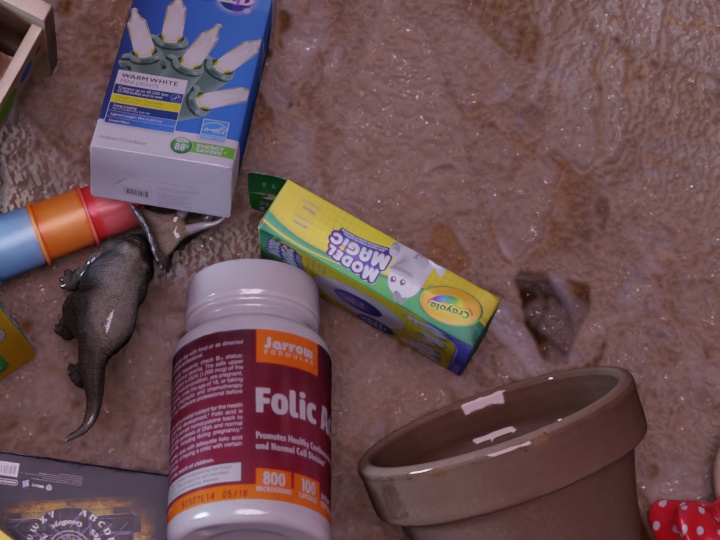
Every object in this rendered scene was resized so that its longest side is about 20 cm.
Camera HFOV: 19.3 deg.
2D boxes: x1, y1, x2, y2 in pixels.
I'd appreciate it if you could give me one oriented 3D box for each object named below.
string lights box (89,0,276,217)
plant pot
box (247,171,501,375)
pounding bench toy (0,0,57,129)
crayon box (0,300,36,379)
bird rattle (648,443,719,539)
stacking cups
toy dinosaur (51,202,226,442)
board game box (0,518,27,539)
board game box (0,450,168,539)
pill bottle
[{"bbox_3d":[-0.126,-0.138,1.537,0.103,0.059,0.200,9,53,1],"label":"string lights box"},{"bbox_3d":[0.118,0.180,1.463,0.200,0.200,0.175,-19,96,-5],"label":"plant pot"},{"bbox_3d":[0.000,0.000,1.521,0.200,0.117,0.048,31,78,6],"label":"box"},{"bbox_3d":[-0.339,-0.144,1.493,0.200,0.124,0.156,27,75,0],"label":"pounding bench toy"},{"bbox_3d":[-0.321,0.068,1.457,0.173,0.200,0.058,-36,81,-8],"label":"crayon box"},{"bbox_3d":[0.310,0.170,1.522,0.200,0.113,0.163,4,66,13],"label":"bird rattle"},{"bbox_3d":[-0.256,-0.023,1.548,0.200,0.061,0.061,-23,80,-6],"label":"stacking cups"},{"bbox_3d":[-0.181,0.024,1.505,0.077,0.102,0.200,33,58,-6],"label":"toy dinosaur"},{"bbox_3d":[-0.227,0.208,1.424,0.200,0.153,0.040,37,81,7],"label":"board game box"},{"bbox_3d":[-0.179,0.209,1.518,0.200,0.028,0.135,9,79,0],"label":"board game box"},{"bbox_3d":[-0.076,0.101,1.483,0.114,0.114,0.200,0,62,-1],"label":"pill bottle"}]
